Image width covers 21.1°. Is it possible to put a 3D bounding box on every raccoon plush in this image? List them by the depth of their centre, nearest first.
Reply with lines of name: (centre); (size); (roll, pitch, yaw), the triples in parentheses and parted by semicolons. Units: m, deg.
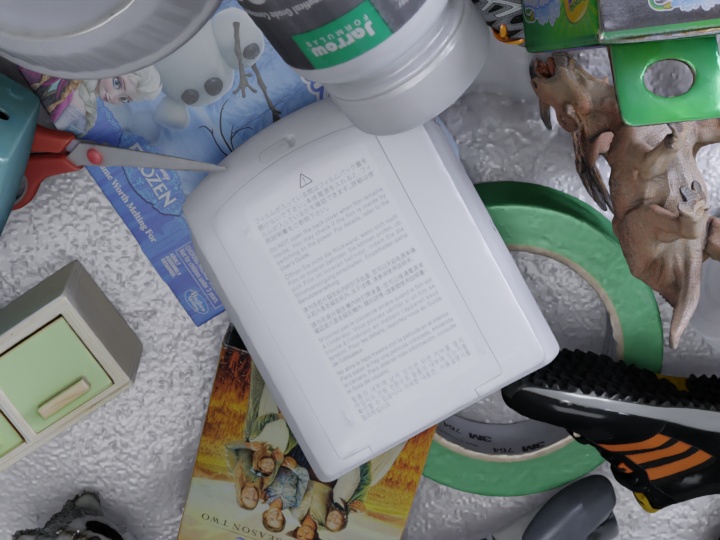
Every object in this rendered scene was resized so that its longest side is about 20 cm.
raccoon plush: (-0.186, 0.247, 1.296); (0.134, 0.096, 0.201); (43, 129, 19)

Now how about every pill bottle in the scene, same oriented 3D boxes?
pill bottle: (-0.019, -0.174, 1.030); (0.113, 0.113, 0.200); (-33, 124, 11)

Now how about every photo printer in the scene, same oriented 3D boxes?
photo printer: (0.000, 0.000, 1.139); (0.166, 0.069, 0.201); (-29, 93, 6)

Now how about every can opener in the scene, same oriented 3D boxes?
can opener: (0.078, 0.192, 1.251); (0.199, 0.053, 0.067); (-29, 139, -10)

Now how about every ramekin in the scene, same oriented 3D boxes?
ramekin: (-0.167, -0.208, 1.086); (0.200, 0.094, 0.204); (1, 98, 8)

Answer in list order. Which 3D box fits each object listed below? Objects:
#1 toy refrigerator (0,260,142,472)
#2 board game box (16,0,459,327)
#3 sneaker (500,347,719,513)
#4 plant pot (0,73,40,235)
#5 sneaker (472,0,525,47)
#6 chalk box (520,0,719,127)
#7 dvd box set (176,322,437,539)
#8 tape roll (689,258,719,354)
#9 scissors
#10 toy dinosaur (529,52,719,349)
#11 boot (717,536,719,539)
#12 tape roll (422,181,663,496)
toy refrigerator: (-0.243, 0.086, 1.236); (0.199, 0.070, 0.076); (-33, 107, 11)
board game box: (-0.072, -0.098, 1.181); (0.198, 0.043, 0.201); (-31, 107, 10)
sneaker: (0.174, 0.109, 1.194); (0.198, 0.070, 0.091); (9, 108, -18)
plant pot: (-0.278, -0.031, 1.135); (0.141, 0.142, 0.200); (31, 117, -12)
sneaker: (0.084, -0.171, 1.139); (0.198, 0.078, 0.078); (3, 116, -3)
chalk box: (0.158, -0.181, 1.047); (0.123, 0.124, 0.202); (-7, 97, -13)
dvd box set: (-0.038, 0.140, 1.246); (0.145, 0.029, 0.201); (18, 123, 2)
tape roll: (0.310, 0.005, 1.138); (0.139, 0.203, 0.203); (40, 106, -15)
scissors: (-0.171, -0.075, 1.155); (0.199, 0.014, 0.074); (-6, 119, 36)
toy dinosaur: (0.173, -0.042, 1.143); (0.085, 0.135, 0.202); (3, 72, -32)
boot: (0.223, 0.195, 1.284); (0.186, 0.064, 0.200); (32, 108, -20)
tape roll: (0.092, 0.045, 1.234); (0.198, 0.048, 0.202); (0, 111, 0)
